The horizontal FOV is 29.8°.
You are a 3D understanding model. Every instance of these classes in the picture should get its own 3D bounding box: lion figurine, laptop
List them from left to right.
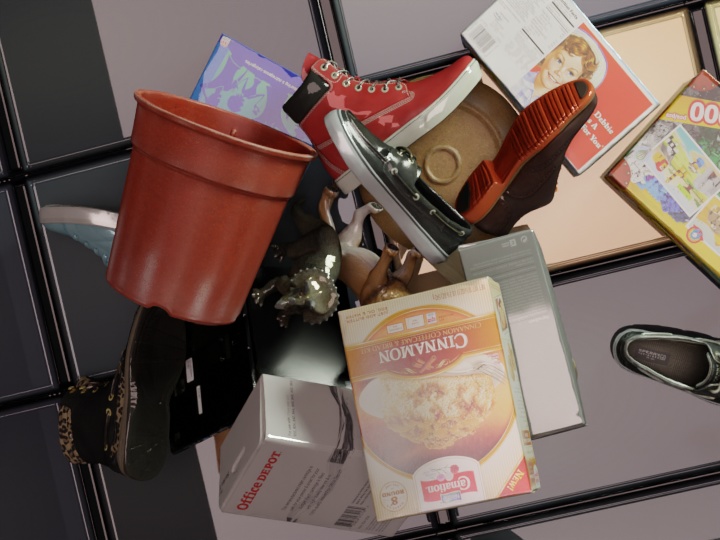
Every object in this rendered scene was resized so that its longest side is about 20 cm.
[{"bbox_3d":[-0.112,0.098,1.489,0.198,0.103,0.179,-27,55,25],"label":"laptop"},{"bbox_3d":[0.000,0.000,1.481,0.200,0.072,0.124,52,128,40],"label":"lion figurine"}]

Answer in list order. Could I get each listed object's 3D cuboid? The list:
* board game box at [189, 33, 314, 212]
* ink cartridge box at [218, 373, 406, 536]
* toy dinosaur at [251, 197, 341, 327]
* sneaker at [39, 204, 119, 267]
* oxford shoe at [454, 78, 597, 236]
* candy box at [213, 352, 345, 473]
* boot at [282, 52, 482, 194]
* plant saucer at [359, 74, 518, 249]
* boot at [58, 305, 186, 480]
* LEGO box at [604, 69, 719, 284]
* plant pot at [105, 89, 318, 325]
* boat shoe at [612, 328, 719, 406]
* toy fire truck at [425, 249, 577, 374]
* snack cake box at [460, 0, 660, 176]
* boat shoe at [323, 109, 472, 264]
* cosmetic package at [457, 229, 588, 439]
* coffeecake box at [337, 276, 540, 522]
[{"bbox_3d":[-0.132,-0.138,1.511,0.151,0.045,0.202,28,96,4],"label":"board game box"},{"bbox_3d":[-0.033,0.193,1.397,0.197,0.085,0.146,12,137,-20],"label":"ink cartridge box"},{"bbox_3d":[-0.054,-0.001,1.438,0.101,0.201,0.077,-20,122,30],"label":"toy dinosaur"},{"bbox_3d":[-0.271,-0.023,1.518,0.197,0.074,0.083,12,89,6],"label":"sneaker"},{"bbox_3d":[0.186,-0.117,1.421,0.072,0.072,0.200,29,121,-25],"label":"oxford shoe"},{"bbox_3d":[-0.066,0.155,1.512,0.197,0.055,0.117,-8,89,6],"label":"candy box"},{"bbox_3d":[0.019,-0.197,1.438,0.199,0.072,0.145,-36,94,10],"label":"boot"},{"bbox_3d":[0.091,-0.116,1.492,0.197,0.035,0.204,0,92,7],"label":"plant saucer"},{"bbox_3d":[-0.265,0.127,1.494,0.149,0.073,0.203,-6,77,48],"label":"boot"},{"bbox_3d":[0.383,-0.089,1.439,0.200,0.077,0.149,42,96,3],"label":"LEGO box"},{"bbox_3d":[-0.167,-0.061,1.406,0.198,0.201,0.198,20,101,5],"label":"plant pot"},{"bbox_3d":[0.369,0.110,1.453,0.197,0.071,0.073,10,94,5],"label":"boat shoe"},{"bbox_3d":[0.116,0.082,1.469,0.175,0.129,0.201,-33,69,2],"label":"toy fire truck"},{"bbox_3d":[0.213,-0.214,1.458,0.115,0.067,0.201,-40,88,5],"label":"snack cake box"},{"bbox_3d":[0.040,-0.095,1.396,0.056,0.069,0.200,-35,110,14],"label":"boat shoe"},{"bbox_3d":[0.165,0.070,1.362,0.089,0.107,0.203,-13,79,9],"label":"cosmetic package"},{"bbox_3d":[0.075,0.124,1.289,0.151,0.073,0.203,-13,81,13],"label":"coffeecake box"}]
